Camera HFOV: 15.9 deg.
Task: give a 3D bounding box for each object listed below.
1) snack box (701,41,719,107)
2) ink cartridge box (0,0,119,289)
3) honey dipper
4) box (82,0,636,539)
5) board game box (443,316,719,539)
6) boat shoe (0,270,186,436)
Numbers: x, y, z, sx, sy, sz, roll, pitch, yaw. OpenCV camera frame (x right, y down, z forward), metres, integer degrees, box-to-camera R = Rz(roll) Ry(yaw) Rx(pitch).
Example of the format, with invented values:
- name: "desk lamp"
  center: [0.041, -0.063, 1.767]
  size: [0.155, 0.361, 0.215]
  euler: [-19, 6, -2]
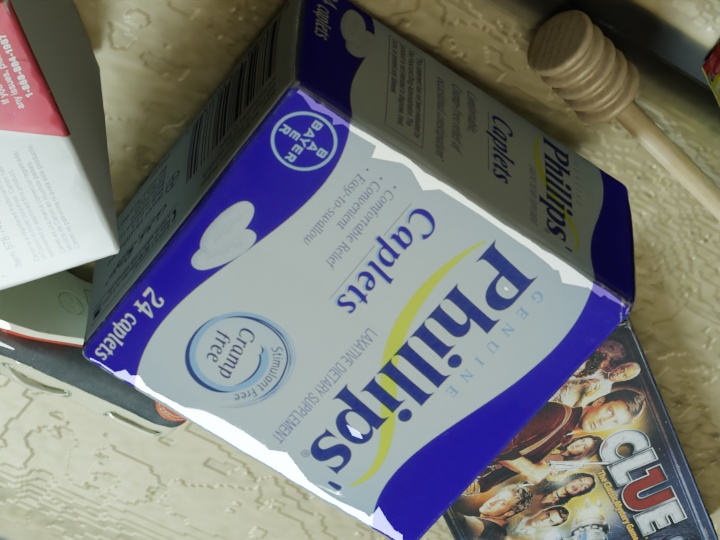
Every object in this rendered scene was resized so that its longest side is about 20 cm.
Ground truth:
- name: "snack box"
  center: [0.266, -0.035, 1.212]
  size: [0.168, 0.201, 0.068]
  euler: [19, 124, -25]
- name: "ink cartridge box"
  center: [-0.224, -0.072, 1.123]
  size: [0.199, 0.145, 0.146]
  euler: [-17, 131, 3]
- name: "honey dipper"
  center: [0.154, -0.056, 1.280]
  size: [0.038, 0.038, 0.200]
  euler: [-36, 128, 18]
- name: "box"
  center: [0.000, 0.000, 1.231]
  size: [0.199, 0.105, 0.184]
  euler: [31, 119, -18]
- name: "board game box"
  center: [0.107, 0.107, 1.406]
  size: [0.135, 0.035, 0.200]
  euler: [-22, 130, 7]
- name: "boat shoe"
  center: [-0.160, 0.031, 1.273]
  size: [0.199, 0.071, 0.063]
  euler: [20, 126, -30]
